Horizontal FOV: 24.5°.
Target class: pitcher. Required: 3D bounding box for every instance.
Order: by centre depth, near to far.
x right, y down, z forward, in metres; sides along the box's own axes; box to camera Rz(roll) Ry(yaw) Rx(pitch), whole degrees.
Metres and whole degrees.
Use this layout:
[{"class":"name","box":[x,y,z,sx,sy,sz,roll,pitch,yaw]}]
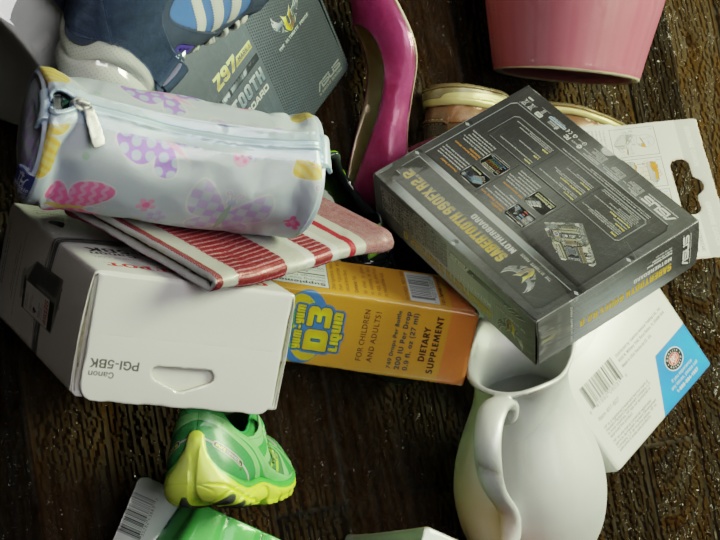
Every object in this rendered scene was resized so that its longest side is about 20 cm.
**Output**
[{"class":"pitcher","box":[0.121,0.154,1.268,0.172,0.120,0.202,-55,144,-52]}]

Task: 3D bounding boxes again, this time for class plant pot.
[{"class":"plant pot","box":[0.182,-0.254,1.406,0.198,0.199,0.181,5,92,-30]}]

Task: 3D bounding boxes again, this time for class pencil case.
[{"class":"pencil case","box":[-0.120,-0.074,1.049,0.198,0.091,0.084,9,49,-24]}]

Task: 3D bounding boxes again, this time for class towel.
[{"class":"towel","box":[-0.087,-0.031,1.127,0.199,0.143,0.023,-15,126,-54]}]

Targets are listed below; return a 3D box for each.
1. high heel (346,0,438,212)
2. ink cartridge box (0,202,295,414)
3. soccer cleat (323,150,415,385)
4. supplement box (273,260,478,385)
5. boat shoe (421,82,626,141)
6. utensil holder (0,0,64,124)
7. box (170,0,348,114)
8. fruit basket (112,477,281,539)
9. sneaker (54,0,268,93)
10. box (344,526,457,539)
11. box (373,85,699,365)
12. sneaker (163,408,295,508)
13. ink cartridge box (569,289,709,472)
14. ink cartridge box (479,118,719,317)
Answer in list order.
[{"class":"high heel","box":[0.002,-0.146,1.336,0.095,0.067,0.202,-20,101,-9]},{"class":"ink cartridge box","box":[-0.150,0.022,1.123,0.145,0.200,0.084,8,100,-29]},{"class":"soccer cleat","box":[0.000,0.000,1.294,0.067,0.081,0.201,-34,97,-31]},{"class":"supplement box","box":[-0.016,0.034,1.241,0.198,0.069,0.067,8,114,-7]},{"class":"boat shoe","box":[0.141,-0.109,1.413,0.198,0.072,0.068,8,84,-21]},{"class":"utensil holder","box":[-0.218,-0.226,1.165,0.170,0.170,0.201,41,65,-17]},{"class":"box","box":[-0.098,-0.146,1.242,0.201,0.051,0.158,-56,141,-28]},{"class":"fruit basket","box":[-0.120,0.272,1.177,0.184,0.094,0.202,27,83,-23]},{"class":"sneaker","box":[-0.131,-0.164,1.121,0.200,0.080,0.148,-7,126,-63]},{"class":"box","box":[0.085,0.277,1.260,0.199,0.124,0.098,27,67,-24]},{"class":"box","box":[0.129,-0.039,1.243,0.158,0.049,0.200,-31,51,-21]},{"class":"sneaker","box":[-0.086,0.121,1.157,0.073,0.200,0.085,2,86,6]},{"class":"ink cartridge box","box":[0.177,0.049,1.387,0.146,0.084,0.201,-41,100,-30]},{"class":"ink cartridge box","box":[0.179,-0.045,1.308,0.197,0.050,0.162,-4,47,-1]}]
